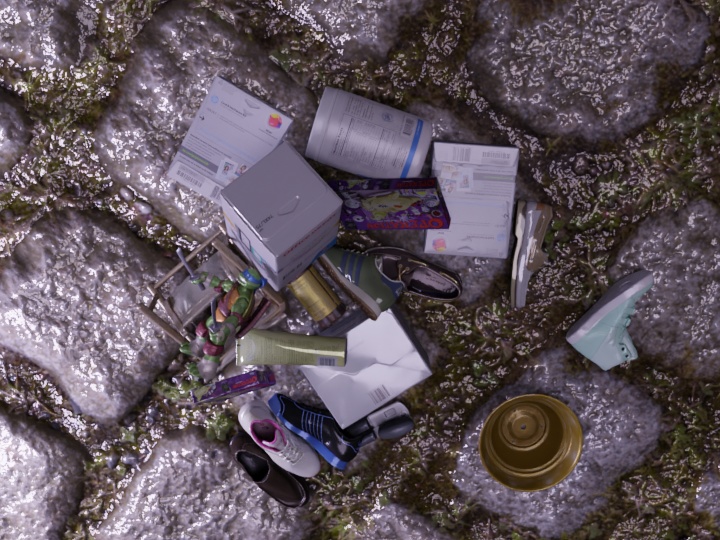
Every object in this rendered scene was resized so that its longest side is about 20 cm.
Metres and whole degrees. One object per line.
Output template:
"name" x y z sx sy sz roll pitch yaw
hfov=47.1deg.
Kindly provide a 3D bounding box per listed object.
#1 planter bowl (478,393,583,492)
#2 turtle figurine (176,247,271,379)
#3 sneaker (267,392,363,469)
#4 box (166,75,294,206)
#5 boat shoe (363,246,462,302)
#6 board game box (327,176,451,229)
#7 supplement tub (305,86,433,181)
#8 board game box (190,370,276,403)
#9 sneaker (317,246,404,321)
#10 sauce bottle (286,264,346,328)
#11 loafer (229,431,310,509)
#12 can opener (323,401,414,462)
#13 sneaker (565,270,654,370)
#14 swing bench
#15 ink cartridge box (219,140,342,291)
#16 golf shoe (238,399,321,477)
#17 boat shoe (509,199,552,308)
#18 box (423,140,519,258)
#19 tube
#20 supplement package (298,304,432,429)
"planter bowl" 0.321 0.317 1.596 0.198 0.084 0.203 0 103 0
"turtle figurine" -0.261 0.072 1.380 0.143 0.199 0.195 35 111 21
"sneaker" -0.084 0.289 1.586 0.199 0.070 0.078 38 95 9
"box" -0.234 -0.223 1.486 0.155 0.041 0.201 29 103 -7
"boat shoe" 0.095 0.009 1.531 0.198 0.060 0.073 19 104 -4
"board game box" 0.050 -0.115 1.450 0.198 0.120 0.033 0 62 21
"supplement tub" 0.015 -0.227 1.437 0.198 0.132 0.133 18 104 -3
"board game box" -0.227 0.212 1.505 0.119 0.200 0.033 -22 81 0
"sneaker" 0.000 0.000 1.496 0.090 0.200 0.067 -37 146 -11
"sauce bottle" -0.108 0.014 1.533 0.064 0.065 0.201 -36 99 9
"loafer" -0.183 0.406 1.626 0.200 0.071 0.073 41 101 -9
"can opener" 0.008 0.317 1.610 0.198 0.067 0.053 -26 103 12
"sneaker" 0.495 0.097 1.543 0.118 0.074 0.201 42 110 -3
"swing bench" -0.263 0.058 1.514 0.198 0.130 0.200 -38 106 8
"ink cartridge box" -0.133 -0.087 1.400 0.146 0.200 0.146 -40 80 -15
"golf shoe" -0.152 0.334 1.573 0.200 0.091 0.075 42 87 -15
"boat shoe" 0.311 -0.027 1.515 0.068 0.075 0.202 5 103 5
"box" 0.199 -0.128 1.499 0.154 0.041 0.202 4 103 0
"tube" -0.123 0.137 1.462 0.197 0.052 0.059 2 66 2
"supplement package" 0.009 0.166 1.545 0.199 0.111 0.157 -32 101 8
